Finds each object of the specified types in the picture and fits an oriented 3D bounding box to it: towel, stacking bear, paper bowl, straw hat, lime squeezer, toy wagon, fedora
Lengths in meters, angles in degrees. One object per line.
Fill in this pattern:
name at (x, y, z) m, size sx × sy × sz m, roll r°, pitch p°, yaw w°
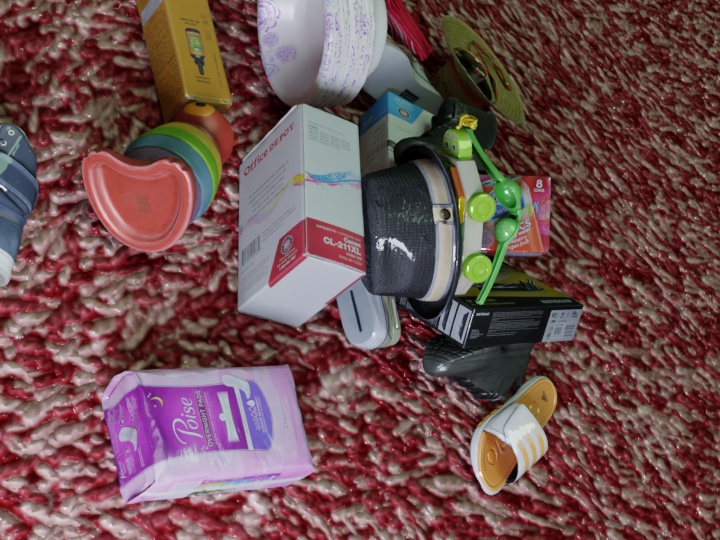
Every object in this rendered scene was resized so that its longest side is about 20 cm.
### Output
towel at (0.003, -0.359, 1.556) m, size 0.200 × 0.022 × 0.145 m, roll 40°, pitch -4°, yaw 35°
stacking bear at (-0.198, -0.116, 1.285) m, size 0.121 × 0.114 × 0.200 m, roll 9°, pitch 33°, yaw 13°
paper bowl at (-0.042, -0.301, 1.455) m, size 0.104 × 0.201 × 0.201 m, roll -8°, pitch 70°, yaw -30°
straw hat at (0.145, -0.262, 1.688) m, size 0.201 × 0.085 × 0.201 m, roll 42°, pitch 27°, yaw -28°
lime squeezer at (0.158, -0.063, 1.366) m, size 0.071 × 0.038 × 0.201 m, roll -4°, pitch 90°, yaw -46°
toy wagon at (0.102, -0.078, 1.349) m, size 0.039 × 0.155 × 0.201 m, roll -5°, pitch 108°, yaw -20°
fedora at (0.040, -0.042, 1.333) m, size 0.091 × 0.201 × 0.201 m, roll -4°, pitch 66°, yaw -19°

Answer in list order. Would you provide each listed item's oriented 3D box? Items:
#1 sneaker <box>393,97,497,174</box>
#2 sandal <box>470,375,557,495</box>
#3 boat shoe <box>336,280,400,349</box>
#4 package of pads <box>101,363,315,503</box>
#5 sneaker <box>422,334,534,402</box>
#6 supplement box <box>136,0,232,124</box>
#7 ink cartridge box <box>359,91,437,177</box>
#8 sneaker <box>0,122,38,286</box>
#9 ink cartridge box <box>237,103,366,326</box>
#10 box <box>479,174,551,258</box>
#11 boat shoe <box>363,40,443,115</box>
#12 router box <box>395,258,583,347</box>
sneaker at (0.108, -0.172, 1.514) m, size 0.199 × 0.060 × 0.105 m, roll 9°, pitch 67°, yaw -45°
sandal at (0.204, 0.191, 1.460) m, size 0.207 × 0.059 × 0.079 m, roll -43°, pitch 111°, yaw -43°
boat shoe at (0.000, 0.000, 1.423) m, size 0.062 × 0.072 × 0.201 m, roll 14°, pitch 62°, yaw -55°
package of pads at (-0.147, 0.158, 1.180) m, size 0.200 × 0.076 × 0.121 m, roll 2°, pitch 61°, yaw -40°
sneaker at (0.149, 0.120, 1.451) m, size 0.200 × 0.076 × 0.091 m, roll -4°, pitch 104°, yaw -46°
supplement box at (-0.211, -0.269, 1.397) m, size 0.066 × 0.069 × 0.201 m, roll 2°, pitch 62°, yaw -39°
ink cartridge box at (0.061, -0.117, 1.535) m, size 0.116 × 0.068 × 0.201 m, roll 23°, pitch 51°, yaw -30°
sneaker at (-0.395, -0.093, 1.109) m, size 0.202 × 0.077 × 0.147 m, roll 34°, pitch 57°, yaw -33°
ink cartridge box at (-0.068, -0.062, 1.332) m, size 0.083 × 0.146 × 0.201 m, roll 17°, pitch 55°, yaw -30°
box at (0.182, -0.066, 1.497) m, size 0.099 × 0.200 × 0.096 m, roll 3°, pitch 89°, yaw 5°
boat shoe at (0.045, -0.266, 1.588) m, size 0.200 × 0.072 × 0.066 m, roll 23°, pitch 34°, yaw -54°
router box at (0.151, 0.036, 1.466) m, size 0.200 × 0.052 × 0.157 m, roll 0°, pitch 23°, yaw -41°
